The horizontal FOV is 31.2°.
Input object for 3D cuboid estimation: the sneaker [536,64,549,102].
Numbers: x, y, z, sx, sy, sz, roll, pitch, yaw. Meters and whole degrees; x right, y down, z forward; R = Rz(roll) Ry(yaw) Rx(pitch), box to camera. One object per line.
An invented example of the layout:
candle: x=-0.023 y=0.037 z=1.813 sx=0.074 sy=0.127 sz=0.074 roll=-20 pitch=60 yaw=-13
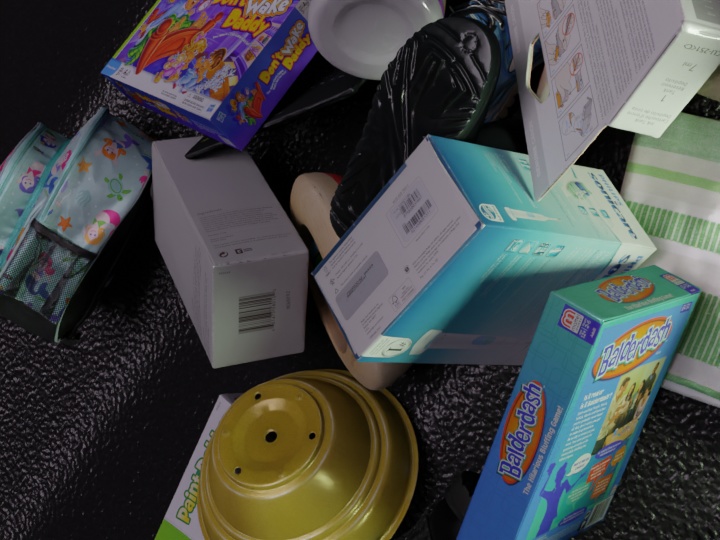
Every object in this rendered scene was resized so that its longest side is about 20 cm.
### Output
sneaker: x=0.188 y=-0.164 z=0.960 sx=0.079 sy=0.078 sz=0.201 roll=23 pitch=107 yaw=21

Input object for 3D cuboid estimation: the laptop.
laptop: x=-0.066 y=-0.205 z=1.118 sx=0.177 sy=0.200 sz=0.104 roll=-18 pitch=112 yaw=30

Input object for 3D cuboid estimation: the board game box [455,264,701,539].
board game box: x=0.152 y=0.101 z=0.898 sx=0.045 sy=0.152 sz=0.201 roll=32 pitch=114 yaw=31

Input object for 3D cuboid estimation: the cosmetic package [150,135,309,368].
cosmetic package: x=-0.115 y=-0.023 z=1.095 sx=0.200 sy=0.084 sz=0.108 roll=-121 pitch=28 yaw=-48

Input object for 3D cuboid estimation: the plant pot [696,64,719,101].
plant pot: x=0.303 y=-0.175 z=0.818 sx=0.177 sy=0.199 sz=0.201 roll=13 pitch=94 yaw=49

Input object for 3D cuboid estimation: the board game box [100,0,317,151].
board game box: x=-0.127 y=-0.191 z=1.116 sx=0.200 sy=0.045 sz=0.135 roll=27 pitch=77 yaw=49

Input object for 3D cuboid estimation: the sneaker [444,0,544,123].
sneaker: x=0.113 y=-0.191 z=1.006 sx=0.078 sy=0.090 sz=0.200 roll=44 pitch=110 yaw=29

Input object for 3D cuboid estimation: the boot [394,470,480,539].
boot: x=0.087 y=0.278 z=0.993 sx=0.158 sy=0.079 sz=0.211 roll=-47 pitch=52 yaw=15

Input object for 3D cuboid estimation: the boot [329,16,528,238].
boot: x=0.077 y=-0.104 z=0.963 sx=0.076 sy=0.168 sz=0.201 roll=45 pitch=124 yaw=23

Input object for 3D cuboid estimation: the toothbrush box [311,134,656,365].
toothbrush box: x=0.091 y=-0.007 z=0.927 sx=0.147 sy=0.199 sz=0.085 roll=-49 pitch=53 yaw=32

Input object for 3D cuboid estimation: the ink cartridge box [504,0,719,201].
ink cartridge box: x=0.164 y=-0.169 z=0.861 sx=0.176 sy=0.045 sz=0.201 roll=124 pitch=150 yaw=-49

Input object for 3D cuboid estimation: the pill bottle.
pill bottle: x=0.021 y=-0.253 z=1.027 sx=0.104 sy=0.104 sz=0.201 roll=-23 pitch=41 yaw=31

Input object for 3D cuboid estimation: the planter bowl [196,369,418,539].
planter bowl: x=-0.060 y=0.151 z=1.050 sx=0.199 sy=0.084 sz=0.201 roll=-12 pitch=54 yaw=16

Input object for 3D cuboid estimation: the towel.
towel: x=0.247 y=-0.010 z=0.939 sx=0.152 sy=0.023 sz=0.201 roll=17 pitch=97 yaw=35

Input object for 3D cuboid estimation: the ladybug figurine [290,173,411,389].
ladybug figurine: x=0.000 y=0.000 z=1.052 sx=0.072 sy=0.136 sz=0.201 roll=-17 pitch=63 yaw=-13

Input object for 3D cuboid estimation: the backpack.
backpack: x=-0.270 y=-0.057 z=1.210 sx=0.150 sy=0.178 sz=0.200 roll=36 pitch=104 yaw=-11

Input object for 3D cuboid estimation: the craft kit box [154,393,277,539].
craft kit box: x=-0.087 y=0.244 z=1.143 sx=0.197 sy=0.048 sz=0.201 roll=33 pitch=105 yaw=35
